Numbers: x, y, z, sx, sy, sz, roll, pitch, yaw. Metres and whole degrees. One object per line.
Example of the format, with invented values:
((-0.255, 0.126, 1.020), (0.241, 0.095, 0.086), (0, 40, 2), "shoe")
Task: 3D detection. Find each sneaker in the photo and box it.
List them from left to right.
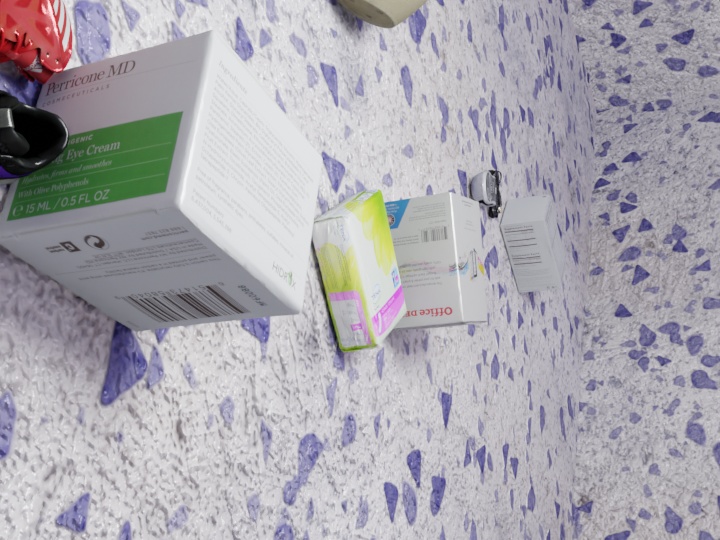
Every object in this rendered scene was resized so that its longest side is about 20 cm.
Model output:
((-0.294, -0.101, 0.646), (0.199, 0.098, 0.071), (-12, 95, -60), "sneaker")
((-0.287, -0.186, 0.718), (0.117, 0.077, 0.202), (62, 34, -36), "sneaker")

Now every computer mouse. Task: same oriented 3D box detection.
((0.272, -0.177, 1.963), (0.199, 0.043, 0.112), (8, 82, -70), "computer mouse")

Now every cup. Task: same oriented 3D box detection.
((0.037, -0.462, 1.380), (0.200, 0.198, 0.146), (29, 85, -60), "cup")

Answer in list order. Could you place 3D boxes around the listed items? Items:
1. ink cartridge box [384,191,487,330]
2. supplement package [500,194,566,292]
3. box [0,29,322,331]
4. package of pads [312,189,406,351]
((0.113, -0.009, 1.456), (0.144, 0.144, 0.205), (5, 80, -64), "ink cartridge box")
((0.418, -0.064, 2.167), (0.114, 0.107, 0.203), (-63, 140, -49), "supplement package")
((-0.167, -0.068, 0.803), (0.200, 0.195, 0.175), (47, 43, -51), "box")
((0.000, 0.000, 1.304), (0.154, 0.067, 0.204), (-41, 121, -62), "package of pads")
